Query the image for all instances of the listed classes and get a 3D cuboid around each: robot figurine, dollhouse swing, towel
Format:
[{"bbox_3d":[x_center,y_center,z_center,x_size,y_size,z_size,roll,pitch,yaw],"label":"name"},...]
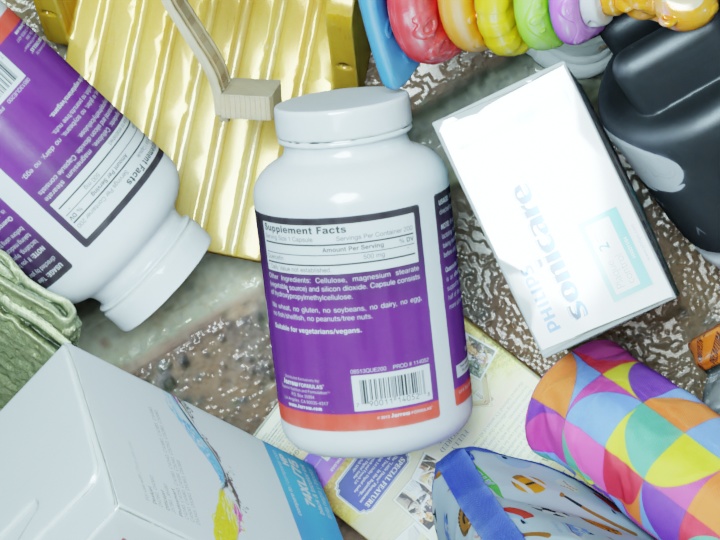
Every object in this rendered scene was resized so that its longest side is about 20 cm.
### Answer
[{"bbox_3d":[0.216,-0.083,1.620,0.125,0.200,0.150,2,53,43],"label":"robot figurine"},{"bbox_3d":[-0.105,-0.124,1.678,0.200,0.182,0.176,12,72,7],"label":"dollhouse swing"},{"bbox_3d":[-0.237,0.037,1.690,0.148,0.200,0.036,38,58,5],"label":"towel"}]

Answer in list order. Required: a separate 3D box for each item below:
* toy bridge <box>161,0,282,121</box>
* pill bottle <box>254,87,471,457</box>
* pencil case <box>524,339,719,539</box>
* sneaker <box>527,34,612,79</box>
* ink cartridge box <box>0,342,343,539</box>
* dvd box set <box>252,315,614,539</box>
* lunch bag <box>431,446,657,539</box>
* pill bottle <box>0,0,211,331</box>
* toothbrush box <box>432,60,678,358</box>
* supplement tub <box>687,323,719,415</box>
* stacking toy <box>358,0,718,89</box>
[{"bbox_3d":[-0.084,-0.176,1.610,0.067,0.027,0.200,5,118,13],"label":"toy bridge"},{"bbox_3d":[0.000,0.000,1.629,0.112,0.112,0.200,-5,102,7],"label":"pill bottle"},{"bbox_3d":[0.182,0.119,1.603,0.088,0.088,0.200,-54,49,5],"label":"pencil case"},{"bbox_3d":[0.079,-0.198,1.683,0.200,0.080,0.074,33,68,4],"label":"sneaker"},{"bbox_3d":[-0.126,0.169,1.625,0.200,0.146,0.147,30,114,-36],"label":"ink cartridge box"},{"bbox_3d":[0.053,0.109,1.719,0.200,0.029,0.146,37,95,7],"label":"dvd box set"},{"bbox_3d":[0.126,0.196,1.611,0.124,0.170,0.200,-44,111,3],"label":"lunch bag"},{"bbox_3d":[-0.185,-0.059,1.648,0.200,0.112,0.112,43,96,-12],"label":"pill bottle"},{"bbox_3d":[0.116,-0.033,1.626,0.085,0.200,0.147,-25,86,7],"label":"toothbrush box"},{"bbox_3d":[0.280,0.105,1.644,0.122,0.123,0.200,-29,87,7],"label":"supplement tub"},{"bbox_3d":[0.103,-0.159,1.559,0.200,0.116,0.110,11,136,27],"label":"stacking toy"}]
